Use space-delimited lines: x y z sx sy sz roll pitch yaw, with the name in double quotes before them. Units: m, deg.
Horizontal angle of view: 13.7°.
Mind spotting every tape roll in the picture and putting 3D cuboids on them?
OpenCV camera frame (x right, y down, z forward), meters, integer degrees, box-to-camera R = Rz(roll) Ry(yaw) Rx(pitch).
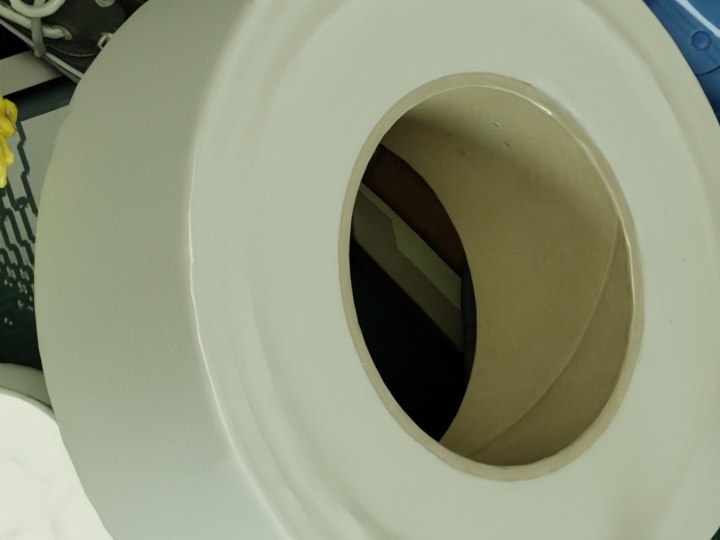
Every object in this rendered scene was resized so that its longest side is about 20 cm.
"tape roll" 0.014 0.005 0.791 0.202 0.071 0.204 8 77 -38

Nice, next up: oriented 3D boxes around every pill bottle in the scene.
"pill bottle" -0.105 0.083 0.861 0.109 0.200 0.110 0 84 -1

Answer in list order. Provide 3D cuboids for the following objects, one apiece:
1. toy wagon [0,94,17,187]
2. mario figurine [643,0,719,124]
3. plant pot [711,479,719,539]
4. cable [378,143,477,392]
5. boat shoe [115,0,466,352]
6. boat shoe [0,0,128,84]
"toy wagon" -0.175 0.003 0.775 0.199 0.040 0.156 -20 60 8
"mario figurine" 0.052 -0.100 0.925 0.200 0.123 0.106 45 71 -11
"plant pot" 0.168 0.093 0.854 0.134 0.200 0.201 -18 84 -13
"cable" 0.000 0.000 0.857 0.163 0.051 0.201 -40 118 -26
"boat shoe" -0.009 -0.064 0.915 0.068 0.072 0.200 -45 124 -4
"boat shoe" -0.091 -0.105 0.946 0.199 0.068 0.074 33 85 0
